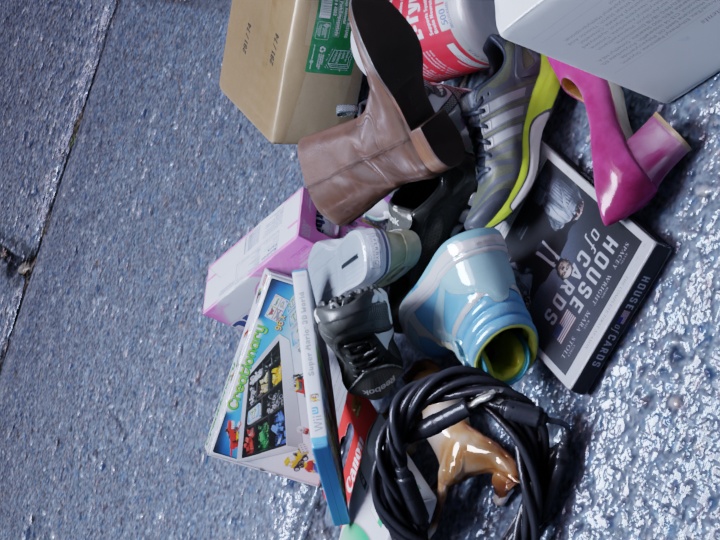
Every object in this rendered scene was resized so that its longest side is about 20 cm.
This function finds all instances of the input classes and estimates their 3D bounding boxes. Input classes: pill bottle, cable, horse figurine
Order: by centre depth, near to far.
[{"bbox_3d":[0.084,0.186,1.288,0.051,0.162,0.201,-51,-19,-71],"label":"cable"},{"bbox_3d":[0.074,0.154,1.397,0.133,0.050,0.201,-57,39,36],"label":"horse figurine"},{"bbox_3d":[0.080,-0.246,1.494,0.199,0.112,0.113,-9,69,54],"label":"pill bottle"}]

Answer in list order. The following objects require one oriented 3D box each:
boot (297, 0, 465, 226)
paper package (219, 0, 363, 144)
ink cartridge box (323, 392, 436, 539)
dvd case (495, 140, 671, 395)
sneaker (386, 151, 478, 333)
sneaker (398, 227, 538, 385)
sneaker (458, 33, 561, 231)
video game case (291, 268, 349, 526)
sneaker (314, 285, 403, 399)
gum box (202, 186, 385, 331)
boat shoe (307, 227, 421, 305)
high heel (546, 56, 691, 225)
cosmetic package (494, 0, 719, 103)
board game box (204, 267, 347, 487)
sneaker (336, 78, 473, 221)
[{"bbox_3d":[-0.010,-0.146,1.411,0.200,0.064,0.187,-21,95,53],"label":"boot"},{"bbox_3d":[-0.072,-0.262,1.696,0.191,0.103,0.201,48,132,52],"label":"paper package"},{"bbox_3d":[-0.003,0.221,1.449,0.200,0.050,0.162,52,136,48],"label":"ink cartridge box"},{"bbox_3d":[0.179,-0.006,1.330,0.151,0.025,0.200,-63,34,18],"label":"dvd case"},{"bbox_3d":[0.054,-0.035,1.466,0.066,0.090,0.201,45,115,54],"label":"sneaker"},{"bbox_3d":[0.097,0.063,1.354,0.200,0.079,0.131,108,145,-60],"label":"sneaker"},{"bbox_3d":[0.122,-0.125,1.375,0.074,0.080,0.201,-33,37,66],"label":"sneaker"},{"bbox_3d":[-0.038,0.120,1.419,0.144,0.018,0.201,79,-178,-51],"label":"video game case"},{"bbox_3d":[0.005,0.070,1.368,0.200,0.066,0.091,66,-175,-79],"label":"sneaker"},{"bbox_3d":[-0.068,-0.001,1.603,0.200,0.113,0.067,-37,38,43],"label":"gum box"},{"bbox_3d":[0.000,0.000,1.442,0.200,0.062,0.073,161,106,-70],"label":"boat shoe"},{"bbox_3d":[0.197,-0.125,1.305,0.096,0.067,0.200,-45,52,8],"label":"high heel"},{"bbox_3d":[0.227,-0.264,1.204,0.165,0.199,0.166,-32,52,45],"label":"cosmetic package"},{"bbox_3d":[-0.071,0.112,1.556,0.035,0.125,0.201,-141,70,-74],"label":"board game box"},{"bbox_3d":[0.025,-0.130,1.501,0.200,0.139,0.078,-43,44,37],"label":"sneaker"}]
